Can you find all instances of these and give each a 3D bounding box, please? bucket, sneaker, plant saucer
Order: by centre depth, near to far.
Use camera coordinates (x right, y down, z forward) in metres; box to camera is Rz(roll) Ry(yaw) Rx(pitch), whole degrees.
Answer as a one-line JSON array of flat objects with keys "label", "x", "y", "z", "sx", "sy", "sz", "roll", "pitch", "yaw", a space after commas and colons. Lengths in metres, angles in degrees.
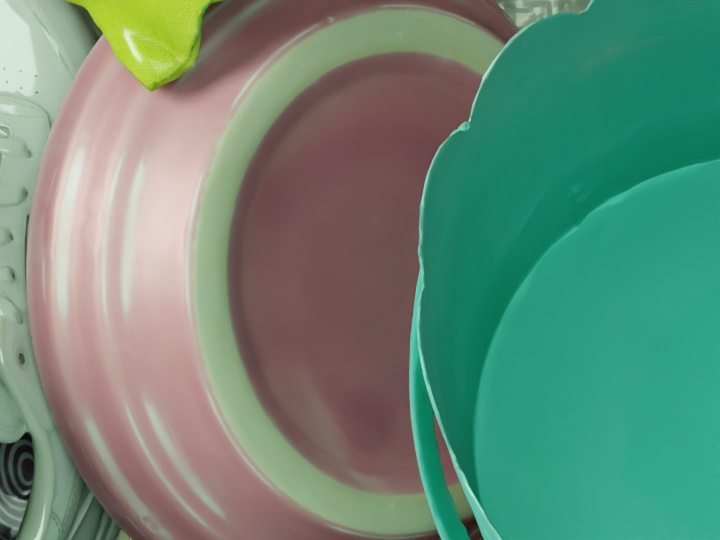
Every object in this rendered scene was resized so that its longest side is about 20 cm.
[{"label": "bucket", "x": 0.112, "y": 0.029, "z": 0.756, "sx": 0.206, "sy": 0.135, "sz": 0.208, "roll": -1, "pitch": 72, "yaw": 4}, {"label": "sneaker", "x": -0.103, "y": 0.001, "z": 0.827, "sx": 0.075, "sy": 0.100, "sz": 0.201, "roll": -5, "pitch": 96, "yaw": 11}, {"label": "plant saucer", "x": 0.000, "y": 0.000, "z": 0.837, "sx": 0.200, "sy": 0.051, "sz": 0.202, "roll": -1, "pitch": 91, "yaw": -37}]

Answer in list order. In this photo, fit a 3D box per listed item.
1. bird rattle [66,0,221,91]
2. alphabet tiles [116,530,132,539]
[{"label": "bird rattle", "x": -0.083, "y": -0.144, "z": 0.820, "sx": 0.163, "sy": 0.113, "sz": 0.200, "roll": -31, "pitch": 43, "yaw": -31}, {"label": "alphabet tiles", "x": -0.055, "y": 0.063, "z": 0.894, "sx": 0.166, "sy": 0.008, "sz": 0.201, "roll": 0, "pitch": 84, "yaw": -5}]
